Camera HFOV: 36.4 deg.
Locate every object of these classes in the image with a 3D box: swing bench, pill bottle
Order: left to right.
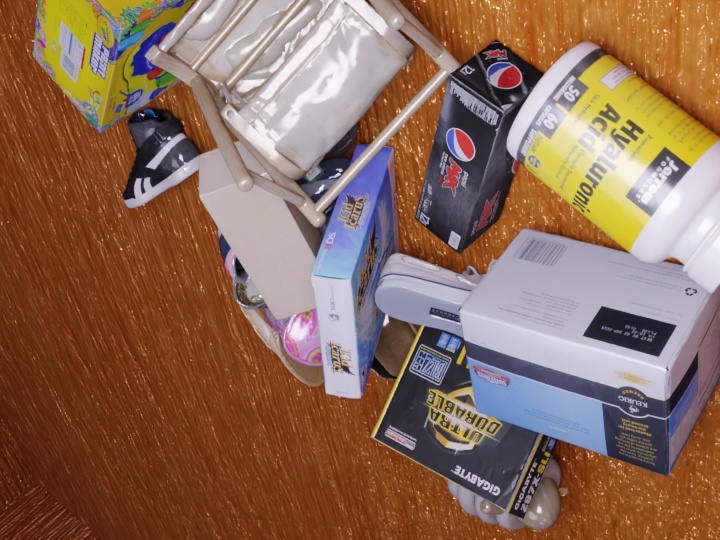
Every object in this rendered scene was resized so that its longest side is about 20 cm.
[{"bbox_3d":[-0.054,-0.188,0.980,0.201,0.199,0.129,53,-164,30],"label":"swing bench"},{"bbox_3d":[0.221,-0.078,0.855,0.200,0.111,0.112,41,149,15],"label":"pill bottle"}]

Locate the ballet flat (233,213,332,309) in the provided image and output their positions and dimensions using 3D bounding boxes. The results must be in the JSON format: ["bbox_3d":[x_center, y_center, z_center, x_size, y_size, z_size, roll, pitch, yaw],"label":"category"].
[{"bbox_3d":[-0.075,-0.011,1.300,0.199,0.063,0.068,-36,78,30],"label":"ballet flat"}]

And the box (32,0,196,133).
[{"bbox_3d":[-0.231,-0.286,1.165,0.122,0.192,0.200,47,151,5],"label":"box"}]

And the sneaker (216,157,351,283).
[{"bbox_3d":[-0.074,-0.051,1.239,0.198,0.083,0.070,-30,142,23],"label":"sneaker"}]

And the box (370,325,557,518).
[{"bbox_3d":[0.125,0.155,1.205,0.199,0.161,0.049,23,174,40],"label":"box"}]

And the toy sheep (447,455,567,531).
[{"bbox_3d":[0.157,0.227,1.272,0.200,0.137,0.139,44,153,39],"label":"toy sheep"}]

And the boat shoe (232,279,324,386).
[{"bbox_3d":[-0.111,0.073,1.539,0.201,0.073,0.069,57,162,-10],"label":"boat shoe"}]

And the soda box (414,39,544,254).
[{"bbox_3d":[0.108,-0.110,1.015,0.063,0.071,0.201,40,149,19],"label":"soda box"}]

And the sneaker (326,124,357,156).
[{"bbox_3d":[-0.073,-0.211,1.182,0.201,0.077,0.089,53,-178,-7],"label":"sneaker"}]

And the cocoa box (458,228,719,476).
[{"bbox_3d":[0.209,0.069,0.989,0.198,0.133,0.133,15,136,33],"label":"cocoa box"}]

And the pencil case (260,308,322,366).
[{"bbox_3d":[-0.074,0.058,1.387,0.088,0.087,0.200,59,172,-16],"label":"pencil case"}]

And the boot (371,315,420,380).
[{"bbox_3d":[0.005,0.042,1.328,0.201,0.075,0.073,53,152,-3],"label":"boot"}]

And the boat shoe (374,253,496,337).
[{"bbox_3d":[0.117,0.026,1.160,0.199,0.087,0.075,16,140,2],"label":"boat shoe"}]

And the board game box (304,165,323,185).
[{"bbox_3d":[-0.091,-0.155,1.180,0.105,0.023,0.200,52,-178,-18],"label":"board game box"}]

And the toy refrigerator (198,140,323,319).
[{"bbox_3d":[-0.093,-0.044,1.139,0.201,0.075,0.071,62,-166,-44],"label":"toy refrigerator"}]

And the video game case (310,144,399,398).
[{"bbox_3d":[0.000,0.000,1.167,0.045,0.202,0.183,6,137,12],"label":"video game case"}]

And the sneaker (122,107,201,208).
[{"bbox_3d":[-0.292,-0.164,1.522,0.199,0.073,0.113,-20,104,51],"label":"sneaker"}]
